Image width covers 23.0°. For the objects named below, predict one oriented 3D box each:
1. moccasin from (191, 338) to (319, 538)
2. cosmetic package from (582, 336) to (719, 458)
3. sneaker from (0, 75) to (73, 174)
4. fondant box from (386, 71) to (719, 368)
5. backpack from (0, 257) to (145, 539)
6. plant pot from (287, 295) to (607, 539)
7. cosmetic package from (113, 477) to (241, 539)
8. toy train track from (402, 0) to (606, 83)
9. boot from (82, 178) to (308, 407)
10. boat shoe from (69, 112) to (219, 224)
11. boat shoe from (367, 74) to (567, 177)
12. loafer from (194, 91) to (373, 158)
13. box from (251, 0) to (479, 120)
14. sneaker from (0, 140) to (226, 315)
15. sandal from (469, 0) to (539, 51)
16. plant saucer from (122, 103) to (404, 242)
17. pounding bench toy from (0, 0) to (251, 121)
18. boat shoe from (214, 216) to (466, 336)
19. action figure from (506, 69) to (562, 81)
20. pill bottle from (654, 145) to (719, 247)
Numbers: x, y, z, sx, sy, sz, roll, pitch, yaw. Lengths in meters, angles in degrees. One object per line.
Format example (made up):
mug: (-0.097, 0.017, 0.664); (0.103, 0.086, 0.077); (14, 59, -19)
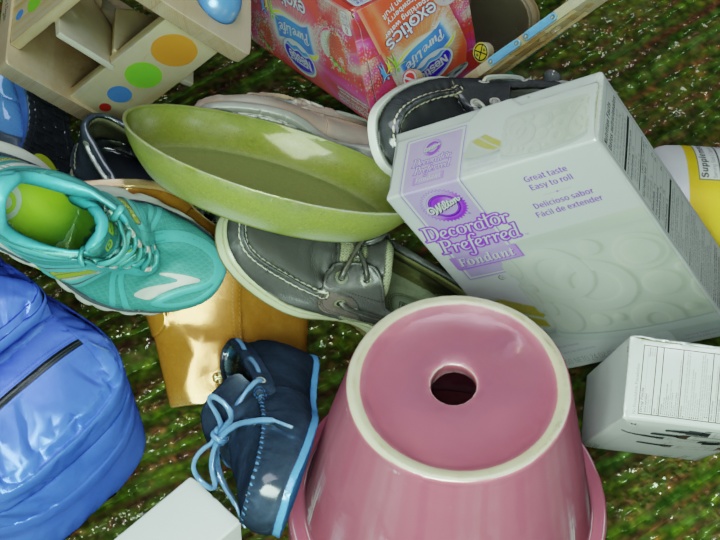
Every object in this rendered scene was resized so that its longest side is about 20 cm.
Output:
moccasin: (-0.067, 0.099, 1.056); (0.068, 0.081, 0.200); (20, 14, -7)
cosmetic package: (0.186, 0.081, 1.064); (0.082, 0.200, 0.051); (9, 81, 2)
sneaker: (-0.256, -0.085, 1.291); (0.078, 0.066, 0.201); (-25, 59, 24)
fondant box: (0.128, -0.022, 1.102); (0.144, 0.200, 0.059); (-15, 45, 30)
backpack: (-0.242, 0.074, 1.091); (0.200, 0.168, 0.162); (37, 67, 24)
plant pot: (0.053, 0.119, 1.048); (0.198, 0.180, 0.201); (0, 52, 0)
cosmetic package: (-0.156, 0.215, 1.032); (0.051, 0.083, 0.200); (36, 59, 27)
toy train track: (0.093, -0.153, 1.211); (0.114, 0.200, 0.033); (-3, 67, -49)
boot: (-0.129, 0.017, 1.157); (0.200, 0.071, 0.145); (1, 83, -14)
boat shoe: (-0.124, -0.038, 1.237); (0.075, 0.062, 0.200); (-35, 67, -32)
boat shoe: (0.091, -0.094, 1.171); (0.199, 0.060, 0.074); (-2, 88, -43)
loafer: (-0.031, -0.087, 1.271); (0.199, 0.072, 0.063); (14, 33, -14)
box: (-0.009, -0.201, 1.320); (0.099, 0.096, 0.200); (-27, 37, -20)
sneaker: (-0.160, -0.017, 1.064); (0.079, 0.199, 0.078); (18, 88, 51)
sandal: (0.060, -0.244, 1.423); (0.211, 0.078, 0.070); (35, 27, 16)
plant saucer: (-0.058, -0.060, 1.127); (0.199, 0.031, 0.200); (16, 15, -4)
pounding bench toy: (-0.166, -0.231, 1.304); (0.124, 0.156, 0.201); (29, 44, -36)
boat shoe: (0.000, 0.001, 1.149); (0.200, 0.066, 0.072); (26, 52, -30)
action figure: (0.111, -0.054, 1.265); (0.118, 0.055, 0.201); (29, 61, 5)
pill bottle: (0.246, -0.029, 1.208); (0.198, 0.112, 0.112); (3, 51, 0)
